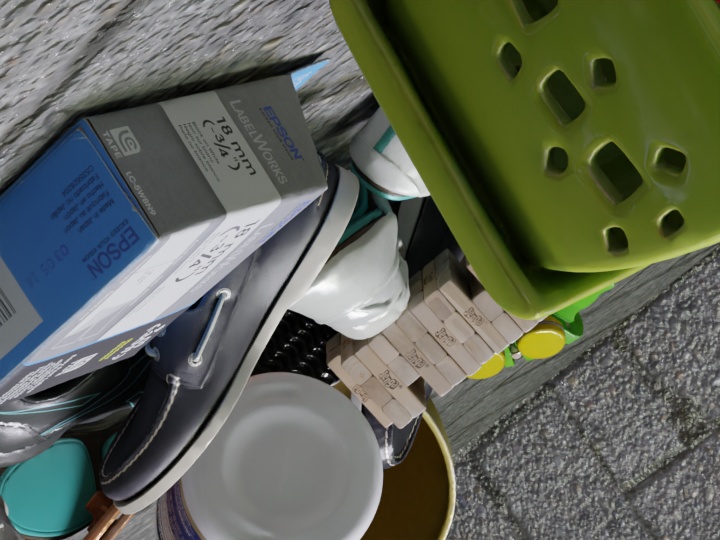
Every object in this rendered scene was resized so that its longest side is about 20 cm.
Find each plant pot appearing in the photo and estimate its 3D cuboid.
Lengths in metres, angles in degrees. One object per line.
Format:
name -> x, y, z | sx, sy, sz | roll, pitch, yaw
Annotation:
plant pot -> 0.115, -0.101, 1.061 | 0.181, 0.201, 0.199 | -32, 176, 40
plant pot -> -0.028, 0.118, 1.801 | 0.200, 0.200, 0.142 | -38, -164, 19

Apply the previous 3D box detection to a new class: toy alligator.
toy alligator -> 0.068, 0.044, 1.579 | 0.199, 0.060, 0.054 | -19, 140, 14

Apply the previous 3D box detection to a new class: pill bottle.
pill bottle -> -0.058, 0.135, 1.456 | 0.111, 0.111, 0.200 | -32, 171, -18

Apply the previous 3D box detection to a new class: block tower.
block tower -> 0.074, 0.008, 1.431 | 0.200, 0.058, 0.054 | -40, -165, 12

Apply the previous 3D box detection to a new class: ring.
ring -> -0.148, 0.143, 1.474 | 0.201, 0.019, 0.200 | -52, 179, -1

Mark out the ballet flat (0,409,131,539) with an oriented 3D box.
ballet flat -> -0.178, 0.123, 1.584 | 0.063, 0.068, 0.200 | -3, -170, 37

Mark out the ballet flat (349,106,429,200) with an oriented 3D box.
ballet flat -> 0.067, -0.086, 1.400 | 0.069, 0.070, 0.200 | -41, 169, 33

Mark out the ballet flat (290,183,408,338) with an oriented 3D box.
ballet flat -> 0.000, 0.000, 1.366 | 0.069, 0.070, 0.200 | -37, -173, 10

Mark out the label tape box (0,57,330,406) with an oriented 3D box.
label tape box -> -0.092, -0.017, 1.132 | 0.144, 0.063, 0.200 | -40, 170, 31

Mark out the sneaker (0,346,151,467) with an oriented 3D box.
sneaker -> -0.120, 0.036, 1.276 | 0.200, 0.076, 0.079 | -30, 168, -34

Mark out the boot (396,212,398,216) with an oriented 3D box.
boot -> 0.077, -0.041, 1.700 | 0.199, 0.074, 0.075 | -27, -173, -18

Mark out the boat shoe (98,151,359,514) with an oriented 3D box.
boat shoe -> -0.079, 0.023, 1.240 | 0.200, 0.063, 0.073 | -56, -160, 5

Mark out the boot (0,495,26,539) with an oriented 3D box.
boot -> -0.207, 0.127, 1.358 | 0.073, 0.096, 0.200 | -34, 171, -8

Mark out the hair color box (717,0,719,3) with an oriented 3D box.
hair color box -> 0.159, -0.103, 1.511 | 0.200, 0.102, 0.061 | -41, 170, 38

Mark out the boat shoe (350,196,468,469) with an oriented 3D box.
boat shoe -> 0.044, 0.024, 1.517 | 0.074, 0.060, 0.201 | 54, 50, -67

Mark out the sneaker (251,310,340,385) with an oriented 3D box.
sneaker -> -0.040, 0.038, 1.545 | 0.090, 0.070, 0.200 | -37, -175, 38
